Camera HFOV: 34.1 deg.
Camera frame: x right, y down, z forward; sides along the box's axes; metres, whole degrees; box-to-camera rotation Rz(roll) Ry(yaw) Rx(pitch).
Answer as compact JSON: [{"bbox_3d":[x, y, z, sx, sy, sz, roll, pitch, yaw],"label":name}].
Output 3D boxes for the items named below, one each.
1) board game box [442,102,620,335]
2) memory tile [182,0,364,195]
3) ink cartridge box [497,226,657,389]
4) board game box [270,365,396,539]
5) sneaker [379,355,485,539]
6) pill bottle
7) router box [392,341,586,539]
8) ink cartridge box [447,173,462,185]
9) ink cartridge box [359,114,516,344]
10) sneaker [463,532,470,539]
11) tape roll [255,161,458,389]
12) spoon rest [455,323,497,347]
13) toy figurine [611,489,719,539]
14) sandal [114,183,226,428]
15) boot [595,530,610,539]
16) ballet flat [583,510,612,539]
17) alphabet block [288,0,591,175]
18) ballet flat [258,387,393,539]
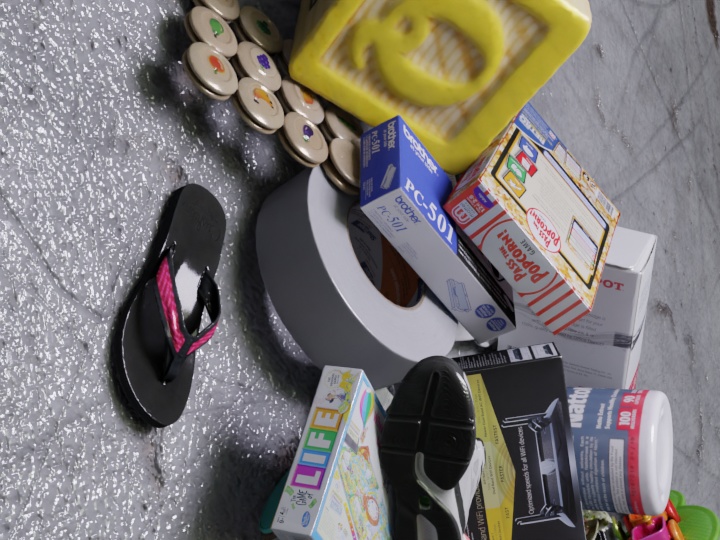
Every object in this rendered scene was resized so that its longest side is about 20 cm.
[{"bbox_3d":[0.163,-0.056,1.070,0.152,0.046,0.200,48,32,-8],"label":"board game box"},{"bbox_3d":[-0.067,-0.158,0.991,0.199,0.017,0.155,34,35,-32],"label":"memory tile"},{"bbox_3d":[0.224,0.048,1.232,0.083,0.143,0.203,-47,145,-49],"label":"ink cartridge box"},{"bbox_3d":[-0.003,0.186,0.932,0.201,0.034,0.136,64,38,-50],"label":"board game box"},{"bbox_3d":[0.064,0.139,0.970,0.116,0.074,0.203,-63,157,-59],"label":"sneaker"},{"bbox_3d":[0.204,0.176,1.169,0.119,0.197,0.122,0,90,-66],"label":"pill bottle"},{"bbox_3d":[0.119,0.179,1.082,0.052,0.155,0.203,-83,164,-79],"label":"router box"},{"bbox_3d":[0.114,-0.117,1.252,0.116,0.067,0.203,-27,103,-53],"label":"ink cartridge box"},{"bbox_3d":[0.070,-0.033,1.029,0.200,0.044,0.095,47,30,-37],"label":"ink cartridge box"},{"bbox_3d":[0.085,0.296,0.982,0.087,0.073,0.201,47,13,-18],"label":"sneaker"},{"bbox_3d":[0.000,0.000,1.021,0.200,0.066,0.202,37,38,-35],"label":"tape roll"},{"bbox_3d":[0.115,0.041,1.208,0.199,0.060,0.101,-16,118,-52],"label":"spoon rest"},{"bbox_3d":[0.321,0.248,1.409,0.186,0.149,0.200,59,17,-11],"label":"toy figurine"},{"bbox_3d":[-0.135,0.019,0.892,0.075,0.045,0.203,39,51,-42],"label":"sandal"},{"bbox_3d":[0.199,0.340,1.235,0.157,0.079,0.214,31,57,-46],"label":"boot"},{"bbox_3d":[0.193,0.276,1.186,0.199,0.076,0.064,-28,70,-40],"label":"ballet flat"},{"bbox_3d":[0.067,-0.245,1.037,0.194,0.197,0.202,27,37,-19],"label":"alphabet block"},{"bbox_3d":[-0.019,0.163,0.990,0.064,0.067,0.201,50,42,-21],"label":"ballet flat"}]
